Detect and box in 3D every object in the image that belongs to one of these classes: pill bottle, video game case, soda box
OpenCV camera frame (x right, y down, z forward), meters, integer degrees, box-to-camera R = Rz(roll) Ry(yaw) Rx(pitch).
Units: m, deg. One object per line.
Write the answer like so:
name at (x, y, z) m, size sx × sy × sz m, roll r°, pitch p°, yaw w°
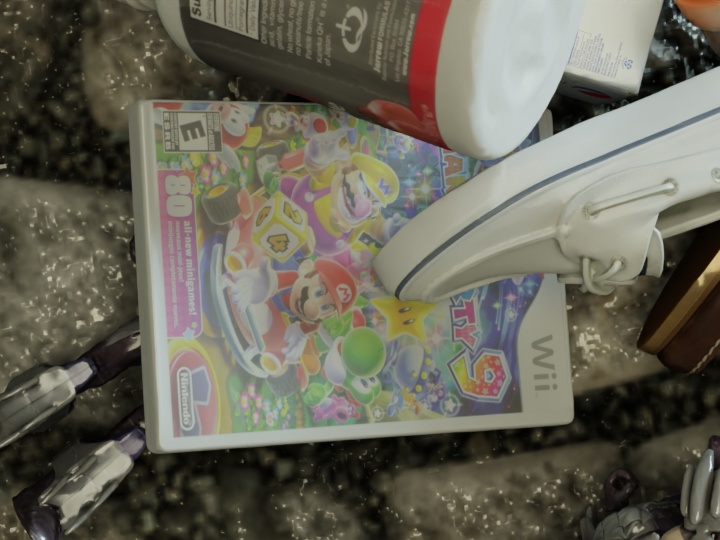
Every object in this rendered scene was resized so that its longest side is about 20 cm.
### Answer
pill bottle at (-0.016, -0.126, 0.742) m, size 0.199 × 0.111 × 0.112 m, roll 21°, pitch 88°, yaw 23°
video game case at (0.000, 0.000, 0.779) m, size 0.198 × 0.018 × 0.145 m, roll -1°, pitch 84°, yaw -27°
soda box at (0.113, -0.179, 0.804) m, size 0.063 × 0.068 × 0.202 m, roll 16°, pitch 89°, yaw -5°

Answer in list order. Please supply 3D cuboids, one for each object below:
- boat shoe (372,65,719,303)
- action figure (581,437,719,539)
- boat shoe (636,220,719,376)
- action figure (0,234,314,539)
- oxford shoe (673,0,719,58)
boat shoe at (0.104, -0.025, 0.750) m, size 0.199 × 0.074 × 0.066 m, roll -26°, pitch 76°, yaw 1°
action figure at (0.151, 0.102, 0.779) m, size 0.199 × 0.130 × 0.070 m, roll -21°, pitch 90°, yaw -22°
boat shoe at (0.204, -0.030, 0.813) m, size 0.070 × 0.070 × 0.201 m, roll 37°, pitch 87°, yaw -3°
action figure at (-0.074, 0.035, 0.788) m, size 0.199 × 0.069 × 0.130 m, roll -37°, pitch 89°, yaw -7°
oxford shoe at (0.217, -0.169, 0.801) m, size 0.200 × 0.071 × 0.073 m, roll -48°, pitch 125°, yaw -7°
